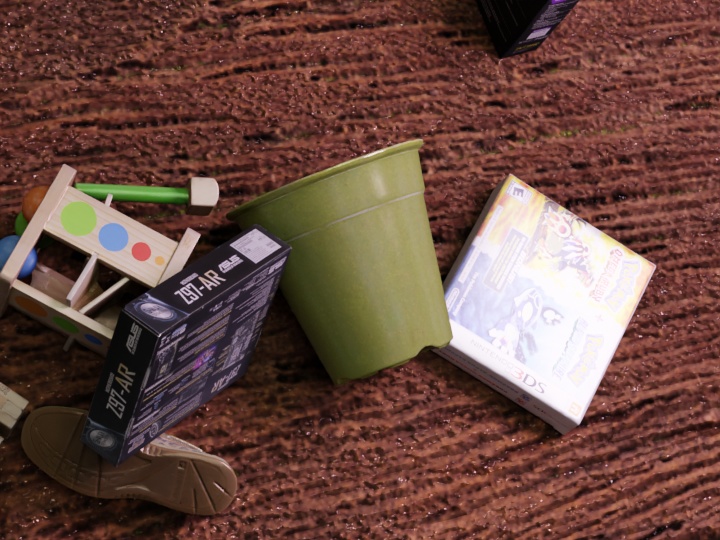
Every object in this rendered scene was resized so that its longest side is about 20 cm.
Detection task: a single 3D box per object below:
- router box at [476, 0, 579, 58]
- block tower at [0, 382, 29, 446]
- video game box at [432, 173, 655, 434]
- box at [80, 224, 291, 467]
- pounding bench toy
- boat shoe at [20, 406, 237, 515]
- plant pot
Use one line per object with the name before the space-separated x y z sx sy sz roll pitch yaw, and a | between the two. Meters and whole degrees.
router box | 0.152 -0.340 1.899 0.051 0.149 0.200 -17 79 -21
block tower | -0.369 0.188 1.613 0.058 0.054 0.200 34 66 -3
video game box | 0.177 0.032 1.839 0.182 0.047 0.200 32 66 -7
box | -0.152 0.064 1.626 0.043 0.160 0.200 34 38 16
pounding bench toy | -0.238 -0.030 1.687 0.156 0.124 0.200 29 66 -6
boat shoe | -0.211 0.173 1.671 0.200 0.063 0.073 21 93 -7
plant pot | 0.000 0.000 1.726 0.200 0.200 0.190 -21 88 -22
